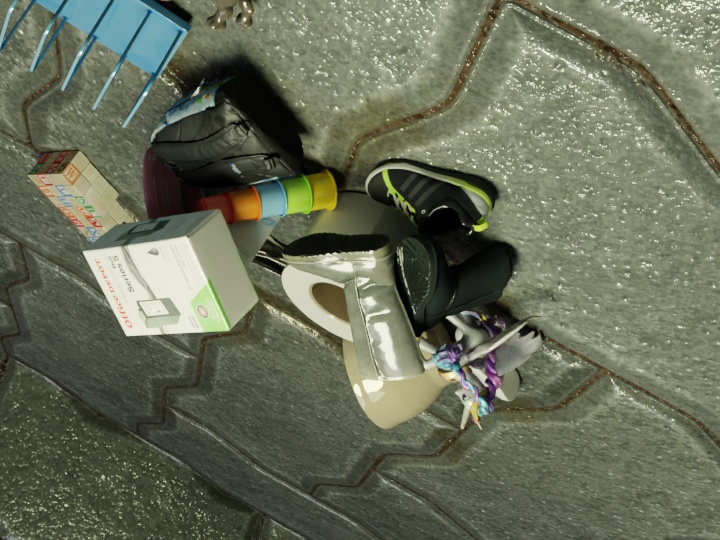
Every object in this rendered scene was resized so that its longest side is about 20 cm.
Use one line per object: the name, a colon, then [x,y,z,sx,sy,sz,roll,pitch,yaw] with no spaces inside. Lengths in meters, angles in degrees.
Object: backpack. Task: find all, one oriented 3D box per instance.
backpack: [-0.197,-0.187,1.352,0.199,0.155,0.163,-22,130,30]

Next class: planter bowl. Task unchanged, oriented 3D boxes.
planter bowl: [0.077,0.146,1.596,0.134,0.201,0.201,-20,130,21]

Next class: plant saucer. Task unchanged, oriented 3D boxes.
plant saucer: [-0.286,-0.102,1.533,0.050,0.202,0.201,-11,142,5]

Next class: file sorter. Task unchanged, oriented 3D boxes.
file sorter: [-0.351,-0.300,1.262,0.199,0.123,0.139,31,152,-17]

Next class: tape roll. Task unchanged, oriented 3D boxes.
tape roll: [0.000,0.000,1.454,0.201,0.140,0.203,22,151,13]

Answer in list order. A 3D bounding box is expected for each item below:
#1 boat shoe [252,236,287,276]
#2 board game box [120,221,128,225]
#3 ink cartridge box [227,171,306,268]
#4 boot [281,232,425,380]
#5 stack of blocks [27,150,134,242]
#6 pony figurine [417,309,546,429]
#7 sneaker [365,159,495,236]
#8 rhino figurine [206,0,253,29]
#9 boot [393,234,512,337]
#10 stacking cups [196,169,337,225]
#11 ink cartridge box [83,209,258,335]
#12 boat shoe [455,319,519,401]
boat shoe: [-0.129,-0.004,1.655,0.199,0.057,0.067,30,152,-1]
board game box: [-0.268,0.008,1.426,0.199,0.020,0.103,30,152,9]
ink cartridge box: [-0.182,-0.068,1.447,0.084,0.201,0.144,36,151,-12]
boot: [-0.009,0.051,1.317,0.181,0.073,0.201,5,125,33]
stack of blocks: [-0.507,-0.130,1.804,0.115,0.059,0.200,4,142,39]
pony figurine: [0.171,0.113,1.448,0.200,0.193,0.167,48,176,26]
sneaker: [0.082,-0.091,1.287,0.199,0.083,0.072,10,146,33]
rhino figurine: [-0.212,-0.362,1.142,0.199,0.060,0.088,29,138,5]
boot: [0.130,-0.002,1.318,0.077,0.167,0.201,51,154,31]
stacking cups: [-0.134,-0.097,1.370,0.060,0.199,0.061,42,138,53]
ink cartridge box: [-0.260,0.007,1.330,0.199,0.084,0.146,-6,117,33]
boat shoe: [0.196,0.146,1.595,0.068,0.072,0.200,4,152,39]
